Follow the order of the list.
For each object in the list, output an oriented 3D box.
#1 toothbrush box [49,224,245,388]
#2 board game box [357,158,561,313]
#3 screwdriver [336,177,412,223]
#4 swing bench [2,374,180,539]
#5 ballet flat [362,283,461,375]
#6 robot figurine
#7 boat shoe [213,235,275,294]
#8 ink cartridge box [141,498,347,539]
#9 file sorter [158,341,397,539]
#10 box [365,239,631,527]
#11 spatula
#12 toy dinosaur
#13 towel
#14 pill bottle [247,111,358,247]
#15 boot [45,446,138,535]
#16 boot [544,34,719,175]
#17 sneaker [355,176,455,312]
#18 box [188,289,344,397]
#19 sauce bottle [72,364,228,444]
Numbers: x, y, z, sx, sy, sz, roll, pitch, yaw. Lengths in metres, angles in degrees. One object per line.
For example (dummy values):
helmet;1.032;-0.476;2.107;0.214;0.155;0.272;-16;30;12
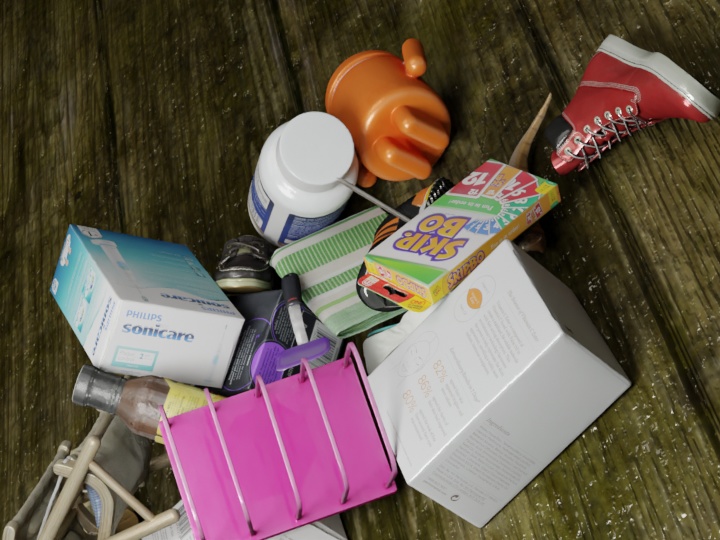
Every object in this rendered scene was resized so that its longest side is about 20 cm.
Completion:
toothbrush box;-0.230;0.036;1.726;0.200;0.145;0.086;43;117;55
board game box;0.093;-0.035;1.562;0.200;0.030;0.095;-40;41;-23
screwdriver;0.061;-0.046;1.607;0.029;0.199;0.028;-43;25;29
swing bench;-0.275;0.235;1.698;0.200;0.130;0.199;-43;10;18
ballet flat;0.063;0.073;1.604;0.200;0.069;0.070;-35;35;57
robot figurine;0.030;-0.178;1.822;0.115;0.145;0.200;-17;34;-15
boat shoe;-0.132;-0.007;1.831;0.200;0.072;0.066;-121;32;-87
ink cartridge box;-0.120;0.275;1.653;0.200;0.084;0.146;-43;37;16
file sorter;-0.077;0.164;1.505;0.198;0.126;0.140;-18;75;-8
box;0.122;0.104;1.490;0.200;0.106;0.153;-45;35;15
spatula;-0.063;0.048;1.633;0.056;0.021;0.201;-18;29;2
toy dinosaur;0.158;-0.080;1.660;0.105;0.061;0.202;-12;49;15
towel;0.000;0.000;1.728;0.151;0.024;0.200;-23;33;-16
pill bottle;-0.062;-0.102;1.797;0.200;0.110;0.112;122;171;-71
boot;-0.354;0.307;1.910;0.200;0.073;0.156;-46;36;10
boot;0.257;-0.140;1.568;0.145;0.072;0.200;-54;27;2
sneaker;0.040;-0.014;1.659;0.090;0.070;0.200;-29;16;44
box;-0.129;0.104;1.784;0.199;0.106;0.123;-7;57;47
sauce bottle;-0.186;0.141;1.604;0.065;0.198;0.065;-161;90;-89
